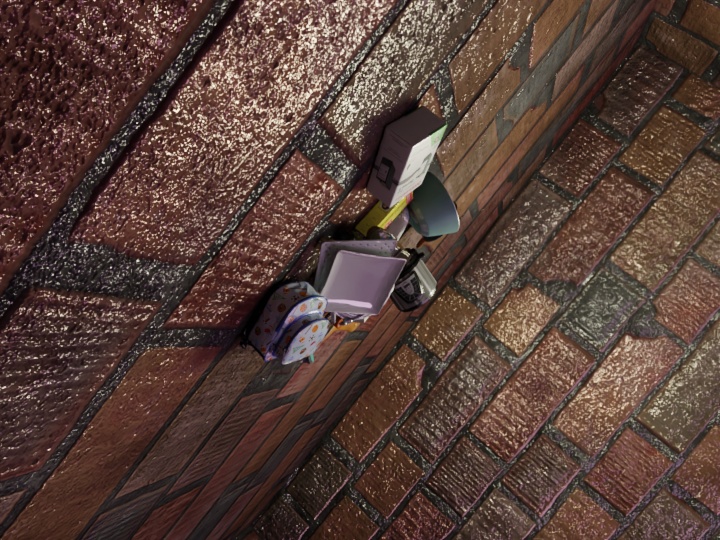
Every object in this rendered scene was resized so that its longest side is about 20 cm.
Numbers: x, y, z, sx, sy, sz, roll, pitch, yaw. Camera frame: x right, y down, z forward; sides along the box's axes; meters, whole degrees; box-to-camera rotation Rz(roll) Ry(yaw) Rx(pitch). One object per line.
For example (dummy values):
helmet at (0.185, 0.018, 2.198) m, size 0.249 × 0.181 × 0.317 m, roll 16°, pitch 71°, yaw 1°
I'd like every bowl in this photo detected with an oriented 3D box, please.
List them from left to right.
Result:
bowl at (0.198, -0.180, 1.610) m, size 0.105 × 0.201 × 0.201 m, roll -29°, pitch 161°, yaw -6°

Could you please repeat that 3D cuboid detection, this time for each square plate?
square plate at (-0.005, 0.031, 1.403) m, size 0.197 × 0.028 × 0.200 m, roll 6°, pitch 127°, yaw -28°

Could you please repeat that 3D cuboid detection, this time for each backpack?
backpack at (-0.168, 0.124, 1.328) m, size 0.200 × 0.154 × 0.191 m, roll -18°, pitch 134°, yaw -58°

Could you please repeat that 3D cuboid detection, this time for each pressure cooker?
pressure cooker at (0.154, 0.026, 1.914) m, size 0.178 × 0.200 × 0.176 m, roll -17°, pitch -157°, yaw 49°

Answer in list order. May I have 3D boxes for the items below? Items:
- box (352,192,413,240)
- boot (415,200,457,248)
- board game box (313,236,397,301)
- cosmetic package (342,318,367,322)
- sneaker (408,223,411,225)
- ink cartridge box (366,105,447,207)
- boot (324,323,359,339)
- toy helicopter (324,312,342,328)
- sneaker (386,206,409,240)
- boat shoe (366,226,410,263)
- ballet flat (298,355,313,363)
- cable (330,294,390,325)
box at (0.063, -0.155, 1.494) m, size 0.200 × 0.050 × 0.075 m, roll -48°, pitch 164°, yaw -10°
boot at (0.227, -0.130, 1.816) m, size 0.189 × 0.068 × 0.200 m, roll -60°, pitch -174°, yaw -30°
board game box at (-0.021, -0.003, 1.404) m, size 0.199 × 0.026 × 0.200 m, roll -3°, pitch 131°, yaw -21°
cosmetic package at (0.003, 0.085, 1.704) m, size 0.200 × 0.071 × 0.106 m, roll -38°, pitch 130°, yaw -72°
sneaker at (0.195, -0.174, 1.780) m, size 0.200 × 0.075 × 0.106 m, roll -37°, pitch 160°, yaw -44°
ink cartridge box at (0.107, -0.269, 1.295) m, size 0.146 × 0.084 × 0.200 m, roll -39°, pitch 161°, yaw -35°
boot at (-0.070, 0.183, 1.791) m, size 0.201 × 0.071 × 0.144 m, roll -56°, pitch 142°, yaw -8°
toy helicopter at (-0.100, 0.103, 1.634) m, size 0.132 × 0.079 × 0.200 m, roll -23°, pitch 139°, yaw -41°
sneaker at (0.089, -0.120, 1.629) m, size 0.200 × 0.072 × 0.073 m, roll -55°, pitch -168°, yaw 42°
boat shoe at (0.062, -0.072, 1.475) m, size 0.072 × 0.068 × 0.200 m, roll -42°, pitch 144°, yaw 5°
ballet flat at (-0.187, 0.256, 1.725) m, size 0.073 × 0.073 × 0.200 m, roll -46°, pitch 167°, yaw -17°
cable at (-0.008, 0.041, 1.516) m, size 0.199 × 0.069 × 0.201 m, roll -12°, pitch 111°, yaw -17°
